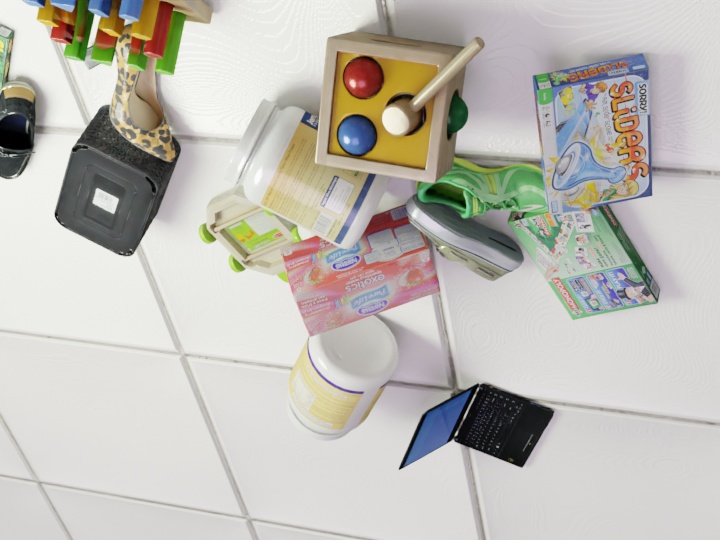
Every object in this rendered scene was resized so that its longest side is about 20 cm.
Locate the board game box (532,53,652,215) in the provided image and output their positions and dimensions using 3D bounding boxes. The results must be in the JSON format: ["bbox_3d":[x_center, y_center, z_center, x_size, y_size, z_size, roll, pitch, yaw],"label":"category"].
[{"bbox_3d":[0.288,-0.164,1.582,0.135,0.035,0.200,-11,133,4],"label":"board game box"}]

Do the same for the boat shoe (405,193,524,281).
[{"bbox_3d":[0.136,-0.038,1.767,0.200,0.072,0.062,28,123,-26],"label":"boat shoe"}]

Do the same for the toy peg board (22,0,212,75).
[{"bbox_3d":[-0.317,-0.318,1.604,0.199,0.098,0.199,10,177,14],"label":"toy peg board"}]

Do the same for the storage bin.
[{"bbox_3d":[-0.362,-0.130,1.911,0.135,0.094,0.200,27,140,-4],"label":"storage bin"}]

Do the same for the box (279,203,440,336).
[{"bbox_3d":[0.000,0.000,1.807,0.199,0.103,0.095,-20,136,-1],"label":"box"}]

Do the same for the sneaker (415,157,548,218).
[{"bbox_3d":[0.168,-0.098,1.705,0.199,0.084,0.074,8,137,16],"label":"sneaker"}]

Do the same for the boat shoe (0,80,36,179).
[{"bbox_3d":[-0.523,-0.196,1.924,0.074,0.062,0.200,6,144,-20],"label":"boat shoe"}]

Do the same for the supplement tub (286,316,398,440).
[{"bbox_3d":[-0.034,0.169,2.040,0.145,0.146,0.200,25,140,-2],"label":"supplement tub"}]

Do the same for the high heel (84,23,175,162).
[{"bbox_3d":[-0.285,-0.241,1.767,0.142,0.071,0.200,-13,119,43],"label":"high heel"}]

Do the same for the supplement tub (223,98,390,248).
[{"bbox_3d":[-0.069,-0.132,1.732,0.199,0.145,0.145,27,140,-5],"label":"supplement tub"}]

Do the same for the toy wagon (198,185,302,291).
[{"bbox_3d":[-0.145,-0.042,1.946,0.155,0.040,0.200,-20,124,39],"label":"toy wagon"}]

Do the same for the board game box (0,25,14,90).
[{"bbox_3d":[-0.567,-0.294,1.881,0.104,0.024,0.200,26,140,-2],"label":"board game box"}]

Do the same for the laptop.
[{"bbox_3d":[0.186,0.275,2.085,0.199,0.104,0.178,21,140,2],"label":"laptop"}]

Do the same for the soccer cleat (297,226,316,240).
[{"bbox_3d":[-0.046,-0.037,1.894,0.077,0.069,0.200,31,155,36],"label":"soccer cleat"}]

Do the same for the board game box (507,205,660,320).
[{"bbox_3d":[0.308,-0.019,1.768,0.134,0.029,0.200,-13,128,36],"label":"board game box"}]

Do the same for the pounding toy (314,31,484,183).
[{"bbox_3d":[0.055,-0.208,1.560,0.199,0.142,0.185,11,107,14],"label":"pounding toy"}]
